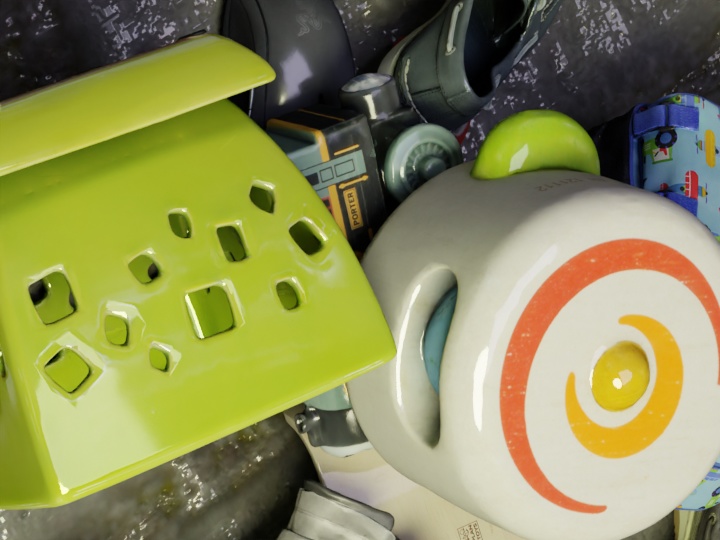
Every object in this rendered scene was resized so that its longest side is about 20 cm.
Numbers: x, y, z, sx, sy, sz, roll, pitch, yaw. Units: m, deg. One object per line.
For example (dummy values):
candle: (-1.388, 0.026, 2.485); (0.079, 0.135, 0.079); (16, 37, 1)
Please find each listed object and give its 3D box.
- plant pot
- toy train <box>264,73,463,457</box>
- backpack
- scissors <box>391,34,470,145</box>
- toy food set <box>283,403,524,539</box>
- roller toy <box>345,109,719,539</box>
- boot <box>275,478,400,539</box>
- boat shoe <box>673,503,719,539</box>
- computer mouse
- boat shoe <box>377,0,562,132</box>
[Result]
plant pot: (-0.130, -0.003, 1.236); (0.198, 0.200, 0.182); (-22, 97, -29)
toy train: (0.000, 0.000, 1.341); (0.114, 0.085, 0.201); (-20, 110, -24)
backpack: (0.186, 0.025, 1.438); (0.182, 0.134, 0.201); (25, 56, -31)
scissors: (0.043, -0.031, 1.408); (0.073, 0.014, 0.201); (21, 62, -53)
toy food set: (0.049, 0.144, 1.438); (0.143, 0.060, 0.201); (-22, 102, -18)
roller toy: (0.097, 0.042, 1.274); (0.182, 0.140, 0.200); (-45, 120, -15)
boot: (-0.055, 0.164, 1.343); (0.200, 0.070, 0.132); (30, 87, -31)
boat shoe: (0.223, 0.175, 1.496); (0.072, 0.066, 0.202); (24, 53, -24)
computer mouse: (-0.008, -0.069, 1.394); (0.140, 0.046, 0.201); (0, 92, -32)
boat shoe: (0.082, -0.145, 1.419); (0.073, 0.062, 0.200); (55, 49, -19)
